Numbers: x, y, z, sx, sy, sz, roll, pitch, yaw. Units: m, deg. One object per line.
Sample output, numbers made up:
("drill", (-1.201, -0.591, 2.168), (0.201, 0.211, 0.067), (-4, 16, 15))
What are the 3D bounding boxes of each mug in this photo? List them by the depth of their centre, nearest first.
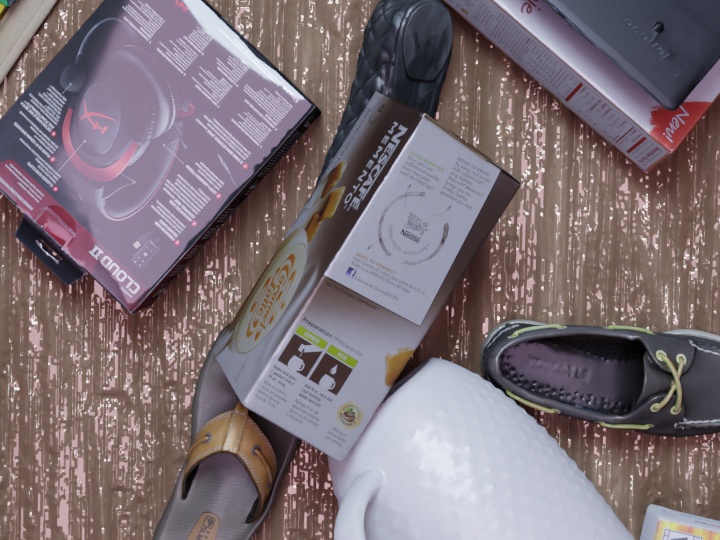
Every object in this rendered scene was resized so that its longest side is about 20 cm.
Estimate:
("mug", (0.055, 0.159, 0.995), (0.147, 0.200, 0.176), (-39, 88, 34))

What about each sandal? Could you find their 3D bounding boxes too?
("sandal", (-0.092, 0.132, 1.068), (0.081, 0.055, 0.202), (24, 93, 1))

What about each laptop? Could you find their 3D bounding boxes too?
("laptop", (0.175, -0.225, 0.997), (0.187, 0.200, 0.116), (42, 118, 1))

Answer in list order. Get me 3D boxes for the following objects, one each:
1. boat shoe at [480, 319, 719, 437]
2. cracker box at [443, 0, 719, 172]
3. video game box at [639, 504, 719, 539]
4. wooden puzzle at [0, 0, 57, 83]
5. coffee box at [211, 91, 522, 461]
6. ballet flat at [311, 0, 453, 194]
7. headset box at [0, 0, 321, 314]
("boat shoe", (0.178, 0.073, 1.051), (0.199, 0.061, 0.073), (6, 93, 2))
("cracker box", (0.154, -0.180, 1.027), (0.200, 0.058, 0.134), (40, 77, -1))
("video game box", (0.255, 0.271, 1.040), (0.180, 0.047, 0.202), (12, 93, -1))
("wooden puzzle", (-0.294, -0.187, 1.033), (0.184, 0.037, 0.201), (34, 96, -29))
("coffee box", (0.000, 0.000, 0.992), (0.079, 0.114, 0.201), (31, 94, -20))
("ballet flat", (0.011, -0.089, 1.066), (0.066, 0.057, 0.202), (17, 99, -26))
("headset box", (-0.145, -0.081, 1.051), (0.148, 0.075, 0.200), (42, 93, 0))
